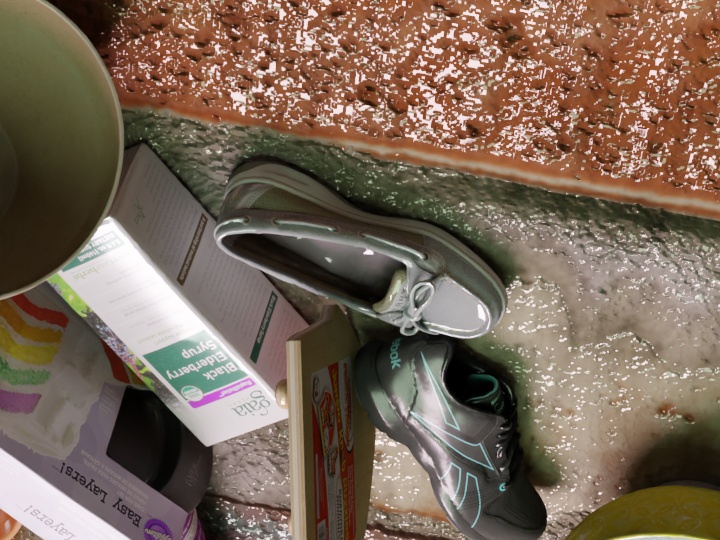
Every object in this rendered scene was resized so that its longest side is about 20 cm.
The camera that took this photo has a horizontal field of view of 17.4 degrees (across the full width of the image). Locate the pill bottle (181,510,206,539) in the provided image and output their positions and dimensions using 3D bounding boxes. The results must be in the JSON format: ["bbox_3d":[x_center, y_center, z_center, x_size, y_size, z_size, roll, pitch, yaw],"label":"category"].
[{"bbox_3d":[-0.164,0.229,1.755,0.112,0.112,0.200,-1,132,15],"label":"pill bottle"}]

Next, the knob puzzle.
[{"bbox_3d":[-0.026,0.122,1.573,0.030,0.220,0.220,-1,133,14],"label":"knob puzzle"}]

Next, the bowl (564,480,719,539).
[{"bbox_3d":[0.227,0.212,1.643,0.199,0.108,0.201,7,133,8],"label":"bowl"}]

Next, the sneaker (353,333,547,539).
[{"bbox_3d":[0.078,0.118,1.616,0.079,0.076,0.200,-24,124,29],"label":"sneaker"}]

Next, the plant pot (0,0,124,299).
[{"bbox_3d":[-0.254,-0.072,1.462,0.200,0.201,0.134,24,169,-9],"label":"plant pot"}]

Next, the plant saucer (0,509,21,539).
[{"bbox_3d":[-0.344,0.144,1.777,0.200,0.032,0.201,8,134,8],"label":"plant saucer"}]

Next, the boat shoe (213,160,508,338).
[{"bbox_3d":[0.000,-0.001,1.527,0.202,0.065,0.074,27,134,-12],"label":"boat shoe"}]

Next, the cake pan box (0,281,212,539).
[{"bbox_3d":[-0.189,0.096,1.585,0.200,0.184,0.052,40,130,-21],"label":"cake pan box"}]

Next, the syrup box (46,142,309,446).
[{"bbox_3d":[-0.122,0.019,1.567,0.079,0.082,0.200,-21,123,31],"label":"syrup box"}]
